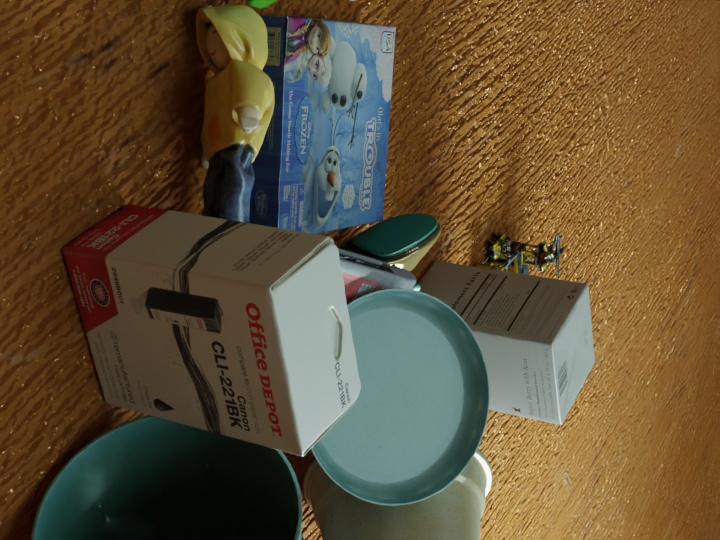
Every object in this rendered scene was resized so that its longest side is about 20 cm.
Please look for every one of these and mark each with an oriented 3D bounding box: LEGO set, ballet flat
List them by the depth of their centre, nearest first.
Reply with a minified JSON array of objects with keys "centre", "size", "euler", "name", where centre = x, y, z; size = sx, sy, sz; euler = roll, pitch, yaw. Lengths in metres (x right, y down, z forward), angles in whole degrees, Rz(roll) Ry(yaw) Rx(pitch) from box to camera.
[{"centre":[0.000,0.000,1.166],"size":[0.199,0.068,0.064],"euler":[-24,129,-31],"name":"ballet flat"},{"centre":[0.230,0.053,1.546],"size":[0.154,0.115,0.202],"euler":[-34,126,-52],"name":"LEGO set"}]

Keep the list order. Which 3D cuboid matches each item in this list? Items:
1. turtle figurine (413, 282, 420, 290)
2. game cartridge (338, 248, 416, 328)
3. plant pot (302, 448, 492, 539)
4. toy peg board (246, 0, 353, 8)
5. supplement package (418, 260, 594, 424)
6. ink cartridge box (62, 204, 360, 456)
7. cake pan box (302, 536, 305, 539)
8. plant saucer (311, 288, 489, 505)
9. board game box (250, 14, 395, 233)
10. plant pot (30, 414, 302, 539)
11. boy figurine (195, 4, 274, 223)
[{"centre":[0.022,0.082,1.208],"size":[0.150,0.100,0.201],"euler":[113,-9,-57],"name":"turtle figurine"},{"centre":[-0.044,0.042,1.075],"size":[0.199,0.041,0.134],"euler":[14,113,-46],"name":"game cartridge"},{"centre":[0.042,0.290,1.143],"size":[0.201,0.199,0.185],"euler":[63,18,-46],"name":"plant pot"},{"centre":[-0.104,-0.309,0.896],"size":[0.199,0.097,0.201],"euler":[0,74,-59],"name":"toy peg board"},{"centre":[0.158,0.081,1.346],"size":[0.120,0.198,0.122],"euler":[-49,137,-43],"name":"supplement package"},{"centre":[-0.111,0.041,0.869],"size":[0.084,0.198,0.145],"euler":[-43,133,-47],"name":"ink cartridge box"},{"centre":[-0.115,0.323,1.092],"size":[0.185,0.052,0.201],"euler":[-61,145,-27],"name":"cake pan box"},{"centre":[0.031,0.118,1.084],"size":[0.198,0.027,0.202],"euler":[1,88,-24],"name":"plant saucer"},{"centre":[-0.035,-0.139,1.108],"size":[0.199,0.043,0.202],"euler":[-16,112,-59],"name":"board game box"},{"centre":[-0.138,0.238,0.897],"size":[0.201,0.199,0.162],"euler":[-54,154,-38],"name":"plant pot"},{"centre":[-0.106,-0.122,0.935],"size":[0.064,0.124,0.202],"euler":[4,85,-22],"name":"boy figurine"}]
